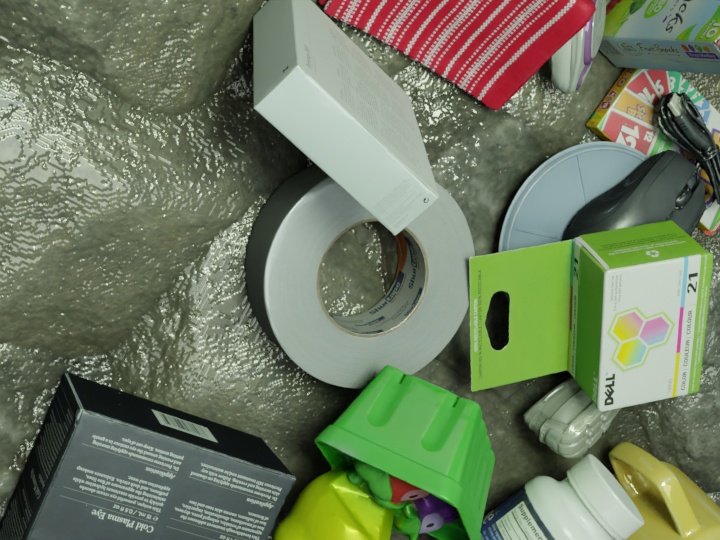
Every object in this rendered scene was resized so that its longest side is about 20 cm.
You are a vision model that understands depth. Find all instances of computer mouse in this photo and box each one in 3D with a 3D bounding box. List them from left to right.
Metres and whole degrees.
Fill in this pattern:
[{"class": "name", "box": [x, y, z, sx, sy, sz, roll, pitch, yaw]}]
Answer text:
[{"class": "computer mouse", "box": [0.276, -0.059, 1.093, 0.200, 0.053, 0.139, -43, 115, -4]}]

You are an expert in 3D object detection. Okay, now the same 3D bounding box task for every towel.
[{"class": "towel", "box": [0.084, -0.224, 0.983, 0.199, 0.023, 0.145, 25, 134, -26]}]

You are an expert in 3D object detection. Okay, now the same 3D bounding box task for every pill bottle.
[{"class": "pill bottle", "box": [0.168, 0.269, 1.110, 0.200, 0.111, 0.111, -40, 115, 10]}]

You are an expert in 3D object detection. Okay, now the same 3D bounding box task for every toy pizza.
[{"class": "toy pizza", "box": [0.221, -0.027, 1.128, 0.199, 0.032, 0.201, -5, 106, -19]}]

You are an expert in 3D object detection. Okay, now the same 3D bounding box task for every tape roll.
[{"class": "tape roll", "box": [0.000, 0.000, 1.029, 0.199, 0.066, 0.202, -5, 104, -21]}]

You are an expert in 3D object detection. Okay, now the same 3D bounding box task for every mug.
[{"class": "mug", "box": [0.313, 0.284, 1.175, 0.186, 0.153, 0.150, 30, 91, -25]}]

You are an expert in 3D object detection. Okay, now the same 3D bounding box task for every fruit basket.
[{"class": "fruit basket", "box": [0.021, 0.207, 1.011, 0.216, 0.155, 0.216, -51, 153, -39]}]

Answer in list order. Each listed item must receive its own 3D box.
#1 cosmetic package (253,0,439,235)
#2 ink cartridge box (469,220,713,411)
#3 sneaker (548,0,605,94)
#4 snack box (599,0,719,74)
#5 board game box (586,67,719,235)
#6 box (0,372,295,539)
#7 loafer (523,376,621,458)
[{"class": "cosmetic package", "box": [-0.016, -0.134, 0.917, 0.052, 0.200, 0.151, -39, 116, 17]}, {"class": "ink cartridge box", "box": [0.204, 0.050, 1.042, 0.199, 0.076, 0.149, -10, 118, -12]}, {"class": "sneaker", "box": [0.166, -0.257, 1.037, 0.075, 0.099, 0.201, -51, 137, -53]}, {"class": "snack box", "box": [0.304, -0.245, 1.018, 0.053, 0.200, 0.143, 36, 88, -24]}, {"class": "board game box", "box": [0.320, -0.123, 1.151, 0.200, 0.030, 0.096, 36, 89, -27]}, {"class": "box", "box": [-0.189, 0.213, 0.983, 0.199, 0.104, 0.183, 23, 92, -25]}, {"class": "loafer", "box": [0.244, 0.104, 1.151, 0.200, 0.070, 0.070, -35, 141, -29]}]
